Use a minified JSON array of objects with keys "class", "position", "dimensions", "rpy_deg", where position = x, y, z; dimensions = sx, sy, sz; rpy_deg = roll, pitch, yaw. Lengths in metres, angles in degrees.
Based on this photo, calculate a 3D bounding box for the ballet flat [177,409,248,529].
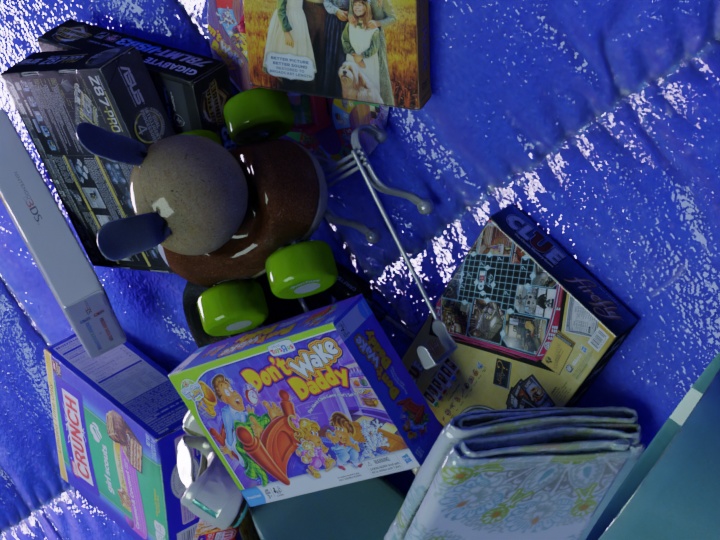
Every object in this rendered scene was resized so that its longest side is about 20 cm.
[{"class":"ballet flat","position":[-0.132,0.153,1.701],"dimensions":[0.069,0.200,0.069],"rpy_deg":[-1,122,-1]}]

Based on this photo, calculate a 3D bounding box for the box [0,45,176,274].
[{"class":"box","position":[-0.215,-0.094,1.629],"dimensions":[0.161,0.049,0.200],"rpy_deg":[5,125,51]}]

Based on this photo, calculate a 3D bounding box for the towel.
[{"class":"towel","position":[0.116,0.178,1.476],"dimensions":[0.200,0.171,0.048],"rpy_deg":[112,148,-44]}]

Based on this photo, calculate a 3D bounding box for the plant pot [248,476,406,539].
[{"class":"plant pot","position":[0.000,0.260,1.648],"dimensions":[0.200,0.141,0.141],"rpy_deg":[47,167,35]}]

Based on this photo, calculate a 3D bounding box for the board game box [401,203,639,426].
[{"class":"board game box","position":[0.117,0.061,1.484],"dimensions":[0.135,0.035,0.200],"rpy_deg":[44,135,15]}]

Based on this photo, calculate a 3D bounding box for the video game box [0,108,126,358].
[{"class":"video game box","position":[-0.290,-0.030,1.757],"dimensions":[0.200,0.047,0.182],"rpy_deg":[59,169,15]}]

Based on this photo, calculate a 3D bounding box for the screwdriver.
[{"class":"screwdriver","position":[0.032,0.049,1.582],"dimensions":[0.200,0.029,0.028],"rpy_deg":[39,138,21]}]

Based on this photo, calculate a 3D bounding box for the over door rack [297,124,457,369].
[{"class":"over door rack","position":[0.000,0.000,1.522],"dimensions":[0.148,0.067,0.200],"rpy_deg":[-28,76,46]}]

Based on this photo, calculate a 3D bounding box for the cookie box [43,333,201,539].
[{"class":"cookie box","position":[-0.224,0.173,1.869],"dimensions":[0.200,0.075,0.171],"rpy_deg":[32,136,41]}]

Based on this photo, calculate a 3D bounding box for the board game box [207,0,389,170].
[{"class":"board game box","position":[-0.066,-0.164,1.527],"dimensions":[0.200,0.039,0.158],"rpy_deg":[52,140,7]}]

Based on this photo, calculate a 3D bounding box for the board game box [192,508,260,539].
[{"class":"board game box","position":[-0.102,0.269,1.744],"dimensions":[0.046,0.200,0.152],"rpy_deg":[-13,111,9]}]

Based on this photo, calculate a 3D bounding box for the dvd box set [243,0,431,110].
[{"class":"dvd box set","position":[-0.020,-0.222,1.414],"dimensions":[0.146,0.029,0.200],"rpy_deg":[11,126,18]}]

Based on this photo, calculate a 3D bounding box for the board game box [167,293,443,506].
[{"class":"board game box","position":[-0.045,0.107,1.501],"dimensions":[0.200,0.045,0.135],"rpy_deg":[-20,107,43]}]

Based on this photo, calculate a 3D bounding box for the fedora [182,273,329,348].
[{"class":"fedora","position":[-0.064,0.069,1.627],"dimensions":[0.201,0.092,0.201],"rpy_deg":[44,157,23]}]

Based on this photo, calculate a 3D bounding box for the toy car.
[{"class":"toy car","position":[-0.138,-0.050,1.450],"dimensions":[0.158,0.200,0.164],"rpy_deg":[-29,70,36]}]

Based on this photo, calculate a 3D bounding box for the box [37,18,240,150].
[{"class":"box","position":[-0.185,-0.110,1.666],"dimensions":[0.198,0.050,0.200],"rpy_deg":[19,133,36]}]

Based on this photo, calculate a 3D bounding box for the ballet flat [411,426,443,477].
[{"class":"ballet flat","position":[0.062,0.137,1.593],"dimensions":[0.067,0.068,0.200],"rpy_deg":[-29,99,31]}]

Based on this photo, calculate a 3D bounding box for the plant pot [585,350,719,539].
[{"class":"plant pot","position":[0.268,0.171,1.301],"dimensions":[0.161,0.201,0.201],"rpy_deg":[35,137,7]}]
